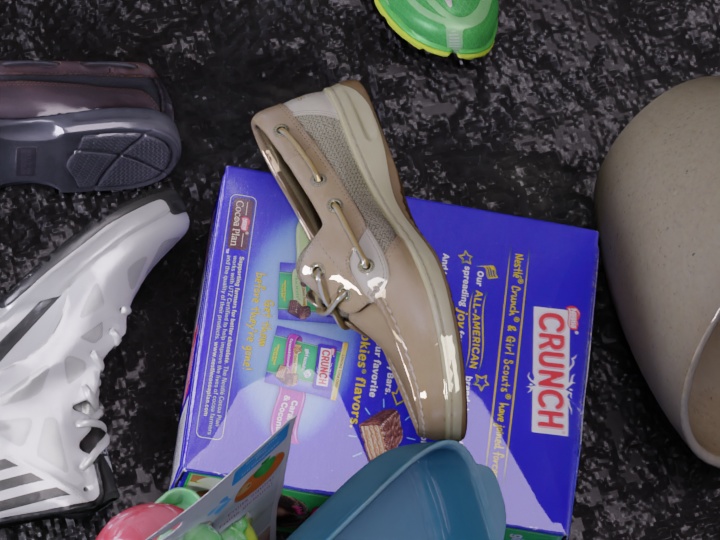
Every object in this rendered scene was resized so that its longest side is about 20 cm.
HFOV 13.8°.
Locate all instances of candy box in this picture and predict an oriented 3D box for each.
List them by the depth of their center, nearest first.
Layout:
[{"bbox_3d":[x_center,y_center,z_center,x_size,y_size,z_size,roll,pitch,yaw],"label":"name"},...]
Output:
[{"bbox_3d":[0.013,0.051,1.517,0.199,0.077,0.170,10,68,-5],"label":"candy box"}]

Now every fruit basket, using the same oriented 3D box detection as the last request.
[{"bbox_3d":[-0.098,0.163,1.393,0.185,0.200,0.094,-39,81,-20],"label":"fruit basket"}]

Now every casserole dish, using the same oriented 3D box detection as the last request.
[{"bbox_3d":[-0.005,0.161,1.403,0.039,0.121,0.200,16,45,40],"label":"casserole dish"}]

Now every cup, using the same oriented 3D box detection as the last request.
[{"bbox_3d":[0.203,-0.019,1.532,0.200,0.201,0.143,-29,53,-18],"label":"cup"}]

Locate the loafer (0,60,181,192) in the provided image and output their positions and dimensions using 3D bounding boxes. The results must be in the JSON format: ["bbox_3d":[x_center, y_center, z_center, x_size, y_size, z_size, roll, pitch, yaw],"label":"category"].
[{"bbox_3d":[-0.194,-0.080,1.538,0.199,0.072,0.063,2,51,-16],"label":"loafer"}]

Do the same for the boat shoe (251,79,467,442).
[{"bbox_3d":[0.000,0.000,1.457,0.065,0.072,0.200,-16,66,-10],"label":"boat shoe"}]

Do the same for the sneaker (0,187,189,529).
[{"bbox_3d":[-0.142,0.056,1.500,0.200,0.076,0.115,-41,91,-12],"label":"sneaker"}]

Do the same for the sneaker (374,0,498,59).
[{"bbox_3d":[0.042,-0.211,1.608,0.074,0.084,0.201,0,72,-11],"label":"sneaker"}]
